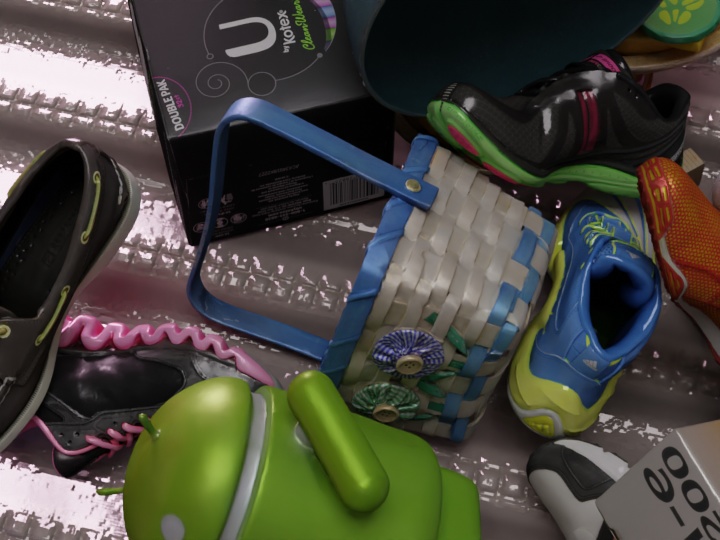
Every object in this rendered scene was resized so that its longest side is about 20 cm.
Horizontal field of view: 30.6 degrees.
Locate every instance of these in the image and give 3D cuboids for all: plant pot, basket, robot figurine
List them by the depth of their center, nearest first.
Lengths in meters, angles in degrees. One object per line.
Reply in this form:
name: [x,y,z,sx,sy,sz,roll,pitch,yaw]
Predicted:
robot figurine: [-0.035,0.127,0.695,0.198,0.176,0.117,20,42,-15]
plant pot: [0.070,-0.201,0.747,0.198,0.201,0.136,-18,66,-10]
basket: [0.000,0.000,0.756,0.198,0.177,0.140,25,51,6]

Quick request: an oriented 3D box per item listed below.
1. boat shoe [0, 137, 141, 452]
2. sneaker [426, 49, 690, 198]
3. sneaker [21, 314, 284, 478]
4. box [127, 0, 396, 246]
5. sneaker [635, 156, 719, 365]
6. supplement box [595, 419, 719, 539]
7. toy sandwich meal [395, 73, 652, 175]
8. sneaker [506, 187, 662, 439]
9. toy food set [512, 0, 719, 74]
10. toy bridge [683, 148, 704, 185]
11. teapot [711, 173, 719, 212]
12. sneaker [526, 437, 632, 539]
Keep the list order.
boat shoe: [-0.198,0.018,0.736,0.071,0.061,0.203,26,83,19]
sneaker: [0.119,-0.094,0.779,0.198,0.085,0.077,1,23,-39]
sneaker: [-0.141,0.079,0.770,0.197,0.079,0.096,7,65,17]
box: [-0.071,-0.145,0.871,0.147,0.125,0.202,-14,61,-8]
sneaker: [0.216,0.006,0.740,0.077,0.200,0.073,-28,31,21]
supplement box: [0.234,0.139,0.679,0.198,0.074,0.127,-4,54,-39]
toy sandwich meal: [0.103,-0.152,0.905,0.202,0.071,0.207,0,59,0]
sneaker: [0.153,0.004,0.779,0.075,0.105,0.201,27,53,-6]
toy food set: [0.178,-0.207,0.866,0.196,0.049,0.201,17,57,21]
toy bridge: [0.240,0.013,0.832,0.067,0.027,0.201,-26,63,-13]
teapot: [0.319,-0.063,0.790,0.196,0.147,0.201,25,53,6]
sneaker: [0.149,0.178,0.709,0.080,0.074,0.201,-32,63,-15]
